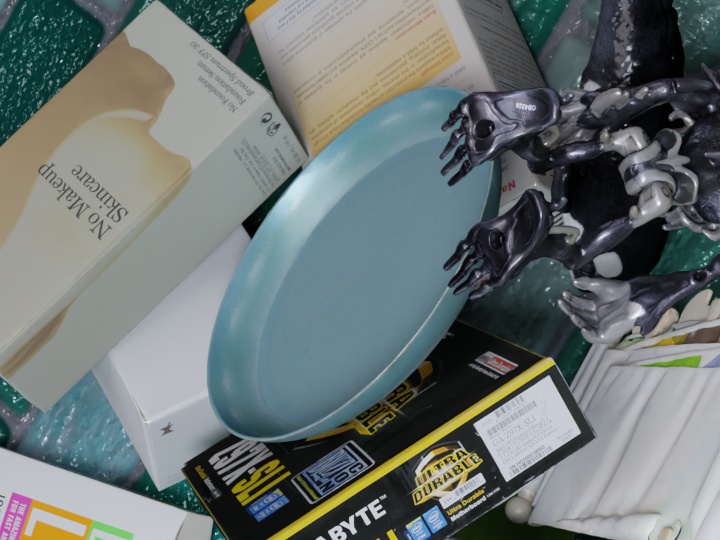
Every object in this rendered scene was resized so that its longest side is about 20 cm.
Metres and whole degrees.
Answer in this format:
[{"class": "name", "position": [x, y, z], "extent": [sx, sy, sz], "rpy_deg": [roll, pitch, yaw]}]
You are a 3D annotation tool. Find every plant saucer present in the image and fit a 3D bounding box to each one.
[{"class": "plant saucer", "position": [0.000, 0.000, 0.882], "extent": [0.200, 0.027, 0.200], "rpy_deg": [-38, 32, 29]}]

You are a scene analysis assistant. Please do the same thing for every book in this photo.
[{"class": "book", "position": [-0.186, 0.187, 1.097], "extent": [0.200, 0.048, 0.134], "rpy_deg": [11, 81, 37]}]

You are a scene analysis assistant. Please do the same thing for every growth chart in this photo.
[{"class": "growth chart", "position": [0.136, 0.070, 0.830], "extent": [0.145, 0.018, 0.200], "rpy_deg": [-55, 17, -11]}]

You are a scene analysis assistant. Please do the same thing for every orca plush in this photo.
[{"class": "orca plush", "position": [0.151, -0.077, 0.885], "extent": [0.071, 0.105, 0.200], "rpy_deg": [17, 101, 26]}]

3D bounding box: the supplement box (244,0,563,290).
[{"class": "supplement box", "position": [0.030, -0.089, 0.987], "extent": [0.126, 0.074, 0.200], "rpy_deg": [-33, 63, 27]}]

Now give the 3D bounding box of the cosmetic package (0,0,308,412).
[{"class": "cosmetic package", "position": [-0.138, -0.035, 0.961], "extent": [0.200, 0.071, 0.105], "rpy_deg": [-46, 60, -8]}]

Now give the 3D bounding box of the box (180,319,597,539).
[{"class": "box", "position": [0.004, 0.087, 0.863], "extent": [0.160, 0.200, 0.049], "rpy_deg": [-34, 102, -8]}]

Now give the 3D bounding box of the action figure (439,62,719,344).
[{"class": "action figure", "position": [0.118, -0.034, 0.809], "extent": [0.102, 0.200, 0.119], "rpy_deg": [-25, 71, 47]}]

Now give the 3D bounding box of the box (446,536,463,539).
[{"class": "box", "position": [0.092, 0.190, 0.800], "extent": [0.200, 0.060, 0.117], "rpy_deg": [9, 81, 34]}]

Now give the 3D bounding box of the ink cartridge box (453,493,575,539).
[{"class": "ink cartridge box", "position": [0.024, 0.154, 0.935], "extent": [0.148, 0.076, 0.200], "rpy_deg": [15, 89, 36]}]

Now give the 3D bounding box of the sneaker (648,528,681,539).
[{"class": "sneaker", "position": [0.161, 0.142, 0.854], "extent": [0.200, 0.070, 0.100], "rpy_deg": [-51, 52, 7]}]

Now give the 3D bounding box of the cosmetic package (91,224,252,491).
[{"class": "cosmetic package", "position": [-0.115, 0.010, 1.033], "extent": [0.108, 0.085, 0.200], "rpy_deg": [-23, 59, -16]}]
